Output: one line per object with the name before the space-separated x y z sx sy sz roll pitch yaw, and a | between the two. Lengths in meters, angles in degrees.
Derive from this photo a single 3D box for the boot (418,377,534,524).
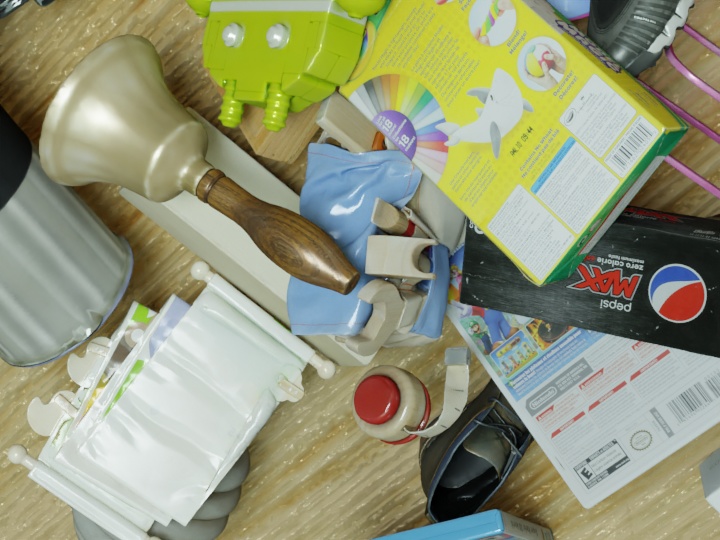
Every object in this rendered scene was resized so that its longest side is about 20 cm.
boot | 0.115 0.106 0.991 0.075 0.097 0.200 38 114 -10

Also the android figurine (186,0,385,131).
android figurine | -0.042 -0.182 0.842 0.041 0.181 0.202 15 90 -42

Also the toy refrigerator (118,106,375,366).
toy refrigerator | -0.063 -0.022 0.955 0.200 0.076 0.070 38 77 -11

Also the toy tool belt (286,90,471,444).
toy tool belt | 0.000 0.000 0.861 0.124 0.123 0.202 -4 75 30

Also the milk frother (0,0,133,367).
milk frother | -0.219 -0.080 0.914 0.199 0.181 0.188 -33 129 5

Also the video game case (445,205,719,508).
video game case | 0.139 0.032 0.889 0.143 0.018 0.201 -40 80 30

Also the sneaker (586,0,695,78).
sneaker | 0.159 -0.207 0.804 0.090 0.066 0.201 29 78 -31

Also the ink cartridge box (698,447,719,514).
ink cartridge box | 0.357 0.186 1.026 0.200 0.050 0.109 43 113 -12

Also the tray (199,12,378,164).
tray | -0.021 -0.176 0.875 0.037 0.099 0.200 13 124 -45

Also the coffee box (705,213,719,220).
coffee box | 0.288 0.004 0.915 0.198 0.115 0.080 -18 111 13

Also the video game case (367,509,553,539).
video game case | 0.055 0.204 1.009 0.142 0.200 0.018 -16 72 13

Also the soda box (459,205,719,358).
soda box | 0.161 0.001 0.822 0.198 0.063 0.071 12 106 28

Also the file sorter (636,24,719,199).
file sorter | 0.257 -0.145 0.834 0.125 0.139 0.201 33 115 -8

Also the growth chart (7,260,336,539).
growth chart | -0.133 0.093 0.962 0.145 0.018 0.200 43 84 -3

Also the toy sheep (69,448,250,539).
toy sheep | -0.156 0.156 1.033 0.137 0.138 0.201 33 110 -9

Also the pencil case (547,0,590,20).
pencil case | 0.097 -0.246 0.836 0.088 0.089 0.201 -14 112 13

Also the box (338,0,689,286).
box | 0.074 -0.101 0.796 0.200 0.048 0.118 46 116 18

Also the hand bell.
hand bell | -0.083 -0.045 0.825 0.199 0.104 0.105 35 117 19
